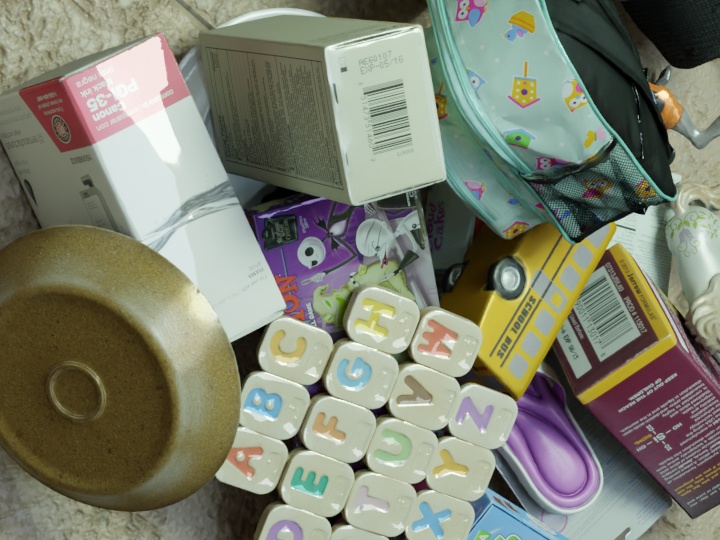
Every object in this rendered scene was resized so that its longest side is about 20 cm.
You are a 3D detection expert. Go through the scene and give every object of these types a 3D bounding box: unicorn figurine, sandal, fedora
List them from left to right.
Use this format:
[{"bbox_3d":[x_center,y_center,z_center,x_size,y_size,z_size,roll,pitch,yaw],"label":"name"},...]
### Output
[{"bbox_3d":[0.116,0.094,1.444,0.082,0.050,0.203,-45,98,-18],"label":"sandal"},{"bbox_3d":[0.269,-0.212,1.513,0.200,0.200,0.092,-25,101,-30],"label":"fedora"},{"bbox_3d":[0.279,0.018,1.495,0.137,0.074,0.200,20,38,-55],"label":"unicorn figurine"}]

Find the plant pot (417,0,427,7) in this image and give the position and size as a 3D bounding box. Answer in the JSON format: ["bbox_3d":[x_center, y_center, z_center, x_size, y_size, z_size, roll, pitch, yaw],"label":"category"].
[{"bbox_3d":[0.082,-0.300,1.416,0.195,0.194,0.200,29,85,-27],"label":"plant pot"}]

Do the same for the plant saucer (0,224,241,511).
[{"bbox_3d":[-0.174,0.071,1.232,0.201,0.200,0.035,65,28,-12],"label":"plant saucer"}]

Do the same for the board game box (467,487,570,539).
[{"bbox_3d":[0.119,0.267,1.453,0.200,0.037,0.151,34,101,-27],"label":"board game box"}]

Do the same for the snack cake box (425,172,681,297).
[{"bbox_3d":[0.149,-0.037,1.508,0.200,0.067,0.115,13,81,-31],"label":"snack cake box"}]

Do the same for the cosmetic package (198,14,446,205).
[{"bbox_3d":[-0.029,-0.109,1.265,0.073,0.200,0.104,-16,107,-23],"label":"cosmetic package"}]

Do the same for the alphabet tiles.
[{"bbox_3d":[0.006,0.115,1.319,0.195,0.015,0.201,21,94,-20],"label":"alphabet tiles"}]

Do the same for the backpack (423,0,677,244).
[{"bbox_3d":[0.112,-0.130,1.309,0.200,0.153,0.176,53,23,-51],"label":"backpack"}]

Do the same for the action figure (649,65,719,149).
[{"bbox_3d":[0.185,-0.127,1.501,0.193,0.200,0.105,10,124,-24],"label":"action figure"}]

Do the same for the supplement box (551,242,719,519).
[{"bbox_3d":[0.227,0.087,1.481,0.086,0.111,0.200,-34,132,13],"label":"supplement box"}]

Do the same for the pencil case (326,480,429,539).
[{"bbox_3d":[0.000,0.168,1.396,0.200,0.091,0.094,-52,143,-24],"label":"pencil case"}]

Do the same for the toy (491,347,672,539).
[{"bbox_3d":[0.145,0.135,1.507,0.115,0.047,0.200,-38,101,-27],"label":"toy"}]

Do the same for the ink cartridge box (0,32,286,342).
[{"bbox_3d":[-0.149,-0.043,1.276,0.083,0.146,0.200,-30,103,-29],"label":"ink cartridge box"}]

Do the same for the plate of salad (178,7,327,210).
[{"bbox_3d":[-0.060,-0.088,1.392,0.199,0.048,0.201,-5,101,-26],"label":"plate of salad"}]

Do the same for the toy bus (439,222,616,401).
[{"bbox_3d":[0.123,-0.007,1.409,0.078,0.065,0.200,43,65,-24],"label":"toy bus"}]

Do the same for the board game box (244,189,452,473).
[{"bbox_3d":[-0.003,0.039,1.327,0.120,0.032,0.201,-15,108,-12],"label":"board game box"}]

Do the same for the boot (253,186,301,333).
[{"bbox_3d":[0.001,0.000,1.373,0.198,0.073,0.163,-39,118,-14],"label":"boot"}]
